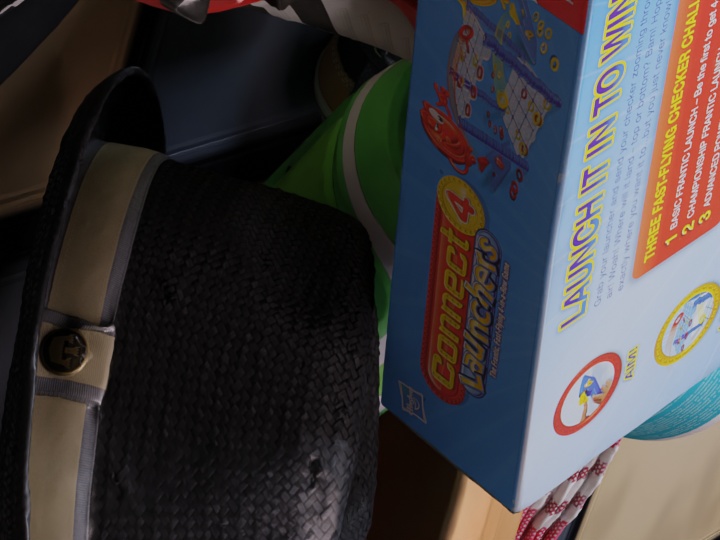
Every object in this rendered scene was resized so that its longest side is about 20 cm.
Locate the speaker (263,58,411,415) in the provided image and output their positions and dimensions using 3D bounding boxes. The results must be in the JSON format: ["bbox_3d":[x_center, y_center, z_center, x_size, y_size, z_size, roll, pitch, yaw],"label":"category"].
[{"bbox_3d":[0.000,0.000,0.903,0.088,0.089,0.200,-40,179,-33],"label":"speaker"}]

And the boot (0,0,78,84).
[{"bbox_3d":[-0.126,-0.023,0.747,0.168,0.076,0.200,-50,147,-9],"label":"boot"}]

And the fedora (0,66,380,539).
[{"bbox_3d":[-0.041,0.044,0.785,0.201,0.091,0.201,6,90,-85],"label":"fedora"}]

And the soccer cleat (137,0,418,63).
[{"bbox_3d":[-0.005,-0.094,0.727,0.200,0.085,0.069,3,120,-47],"label":"soccer cleat"}]

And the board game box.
[{"bbox_3d":[0.099,-0.061,0.755,0.196,0.056,0.200,-32,145,-32],"label":"board game box"}]

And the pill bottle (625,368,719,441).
[{"bbox_3d":[0.110,0.015,1.176,0.111,0.111,0.200,-61,154,6],"label":"pill bottle"}]

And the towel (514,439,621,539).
[{"bbox_3d":[0.044,0.068,1.009,0.030,0.147,0.200,16,120,-21],"label":"towel"}]

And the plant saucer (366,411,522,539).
[{"bbox_3d":[0.012,0.072,0.993,0.037,0.200,0.201,16,110,-20],"label":"plant saucer"}]

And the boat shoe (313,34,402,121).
[{"bbox_3d":[0.084,-0.059,0.963,0.062,0.199,0.075,106,-4,-50],"label":"boat shoe"}]
